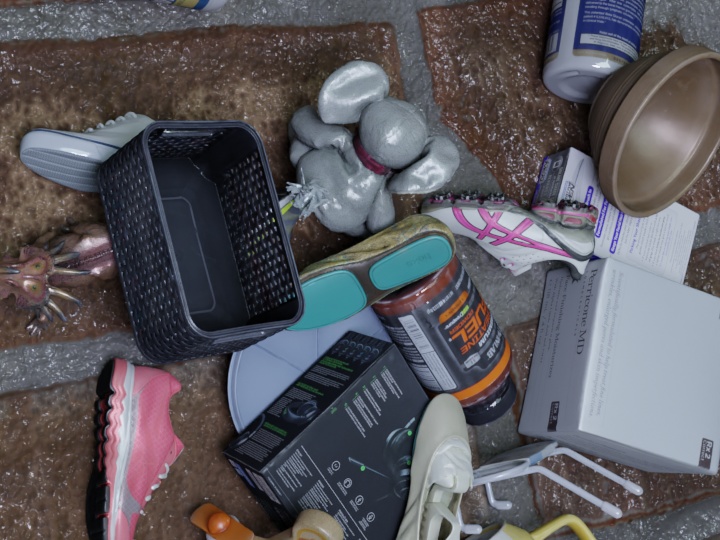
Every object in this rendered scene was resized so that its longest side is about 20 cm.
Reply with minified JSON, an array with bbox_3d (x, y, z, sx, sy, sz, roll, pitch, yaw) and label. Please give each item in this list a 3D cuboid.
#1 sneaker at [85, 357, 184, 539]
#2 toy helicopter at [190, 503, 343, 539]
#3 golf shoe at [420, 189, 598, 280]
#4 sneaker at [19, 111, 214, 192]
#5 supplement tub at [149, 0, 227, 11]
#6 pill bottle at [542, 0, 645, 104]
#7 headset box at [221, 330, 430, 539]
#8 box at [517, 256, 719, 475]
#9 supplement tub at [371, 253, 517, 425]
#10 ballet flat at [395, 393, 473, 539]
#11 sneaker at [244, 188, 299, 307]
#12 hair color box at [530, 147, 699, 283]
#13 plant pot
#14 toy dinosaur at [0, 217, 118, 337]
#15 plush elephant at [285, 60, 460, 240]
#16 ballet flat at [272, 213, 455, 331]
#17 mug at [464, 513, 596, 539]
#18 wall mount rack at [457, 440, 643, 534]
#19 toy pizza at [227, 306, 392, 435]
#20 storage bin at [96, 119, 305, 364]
[{"bbox_3d":[-0.211,0.187,1.142,0.086,0.074,0.203,8,79,-25],"label":"sneaker"},{"bbox_3d":[-0.088,0.263,1.123,0.132,0.200,0.079,45,44,-7],"label":"toy helicopter"},{"bbox_3d":[0.161,-0.039,1.319,0.197,0.073,0.093,8,102,10],"label":"golf shoe"},{"bbox_3d":[-0.239,-0.120,1.184,0.198,0.073,0.072,9,63,-29],"label":"sneaker"},{"bbox_3d":[-0.223,-0.344,1.176,0.197,0.144,0.147,5,80,-23],"label":"supplement tub"},{"bbox_3d":[0.284,-0.312,1.421,0.110,0.111,0.203,15,77,-22],"label":"pill bottle"},{"bbox_3d":[-0.006,0.185,1.199,0.200,0.092,0.175,-43,116,-20],"label":"headset box"},{"bbox_3d":[0.308,0.113,1.359,0.198,0.130,0.202,19,75,-21],"label":"box"},{"bbox_3d":[0.095,0.071,1.268,0.107,0.106,0.201,-46,120,-23],"label":"supplement tub"},{"bbox_3d":[0.079,0.224,1.164,0.069,0.069,0.203,12,89,-22],"label":"ballet flat"},{"bbox_3d":[-0.108,-0.004,1.227,0.081,0.074,0.201,44,73,-23],"label":"sneaker"},{"bbox_3d":[0.299,-0.052,1.417,0.198,0.065,0.111,25,73,-21],"label":"hair color box"},{"bbox_3d":[0.325,-0.169,1.347,0.199,0.093,0.203,-25,135,-28],"label":"plant pot"},{"bbox_3d":[-0.263,-0.010,1.112,0.199,0.135,0.087,-34,96,-25],"label":"toy dinosaur"},{"bbox_3d":[0.011,-0.121,1.205,0.154,0.200,0.166,-35,93,14],"label":"plush elephant"},{"bbox_3d":[0.000,0.000,1.191,0.198,0.071,0.071,-24,93,4],"label":"ballet flat"},{"bbox_3d":[0.166,0.349,1.270,0.154,0.149,0.186,58,33,3],"label":"mug"},{"bbox_3d":[0.194,0.224,1.249,0.200,0.172,0.076,-6,82,-67],"label":"wall mount rack"},{"bbox_3d":[-0.051,0.110,1.236,0.198,0.032,0.203,-4,98,-31],"label":"toy pizza"},{"bbox_3d":[-0.148,-0.027,1.100,0.134,0.093,0.203,-7,76,-42],"label":"storage bin"}]
